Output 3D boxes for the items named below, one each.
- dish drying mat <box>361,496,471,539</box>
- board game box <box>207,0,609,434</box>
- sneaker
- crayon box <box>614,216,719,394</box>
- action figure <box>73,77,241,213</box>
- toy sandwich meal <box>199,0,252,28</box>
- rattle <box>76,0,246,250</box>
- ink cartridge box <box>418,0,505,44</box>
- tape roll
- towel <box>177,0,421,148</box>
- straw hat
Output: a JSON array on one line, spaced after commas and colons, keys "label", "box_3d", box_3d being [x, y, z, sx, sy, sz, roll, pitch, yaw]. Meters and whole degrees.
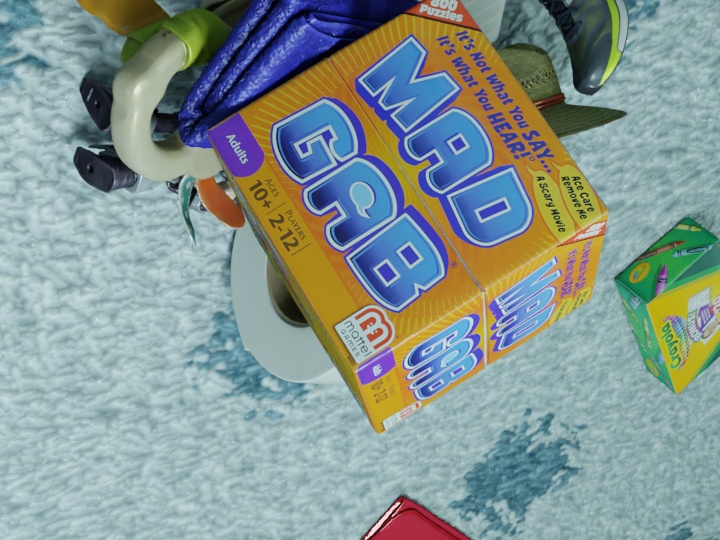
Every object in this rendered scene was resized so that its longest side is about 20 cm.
[{"label": "dish drying mat", "box_3d": [0.076, 0.328, 1.746, 0.077, 0.018, 0.200, -47, 139, 2]}, {"label": "board game box", "box_3d": [0.037, -0.036, 1.062, 0.199, 0.201, 0.200, -31, 162, -5]}, {"label": "sneaker", "box_3d": [0.176, -0.245, 1.279, 0.080, 0.202, 0.074, -1, 160, -21]}, {"label": "crayon box", "box_3d": [0.382, 0.044, 1.747, 0.119, 0.058, 0.200, -40, 139, -8]}, {"label": "action figure", "box_3d": [-0.134, -0.105, 1.194, 0.199, 0.069, 0.131, 1, 113, -45]}, {"label": "toy sandwich meal", "box_3d": [-0.037, -0.234, 1.131, 0.204, 0.205, 0.071, -20, 90, -27]}, {"label": "rattle", "box_3d": [-0.159, -0.122, 1.109, 0.201, 0.142, 0.131, 78, 35, -60]}, {"label": "ink cartridge box", "box_3d": [0.051, -0.216, 1.217, 0.160, 0.050, 0.200, -34, 161, -14]}, {"label": "tape roll", "box_3d": [0.000, 0.000, 1.284, 0.138, 0.203, 0.204, 7, 117, -42]}, {"label": "towel", "box_3d": [-0.032, -0.140, 1.073, 0.148, 0.050, 0.199, -52, 157, 23]}, {"label": "straw hat", "box_3d": [0.134, -0.159, 1.327, 0.200, 0.200, 0.086, -18, 98, -29]}]
